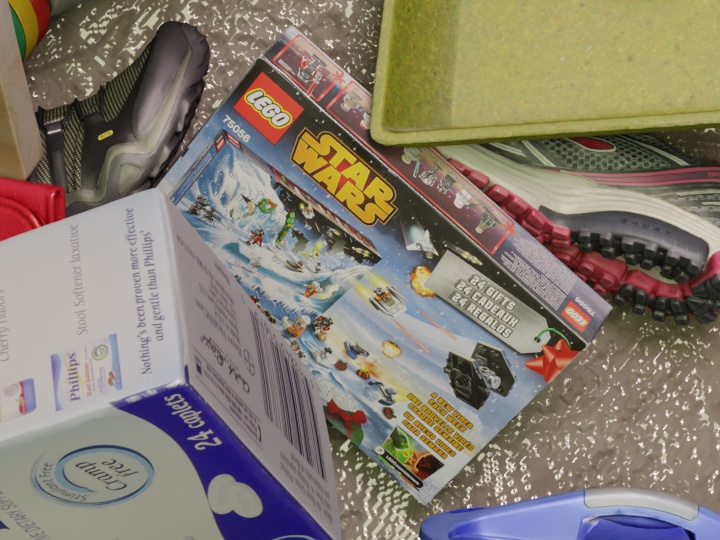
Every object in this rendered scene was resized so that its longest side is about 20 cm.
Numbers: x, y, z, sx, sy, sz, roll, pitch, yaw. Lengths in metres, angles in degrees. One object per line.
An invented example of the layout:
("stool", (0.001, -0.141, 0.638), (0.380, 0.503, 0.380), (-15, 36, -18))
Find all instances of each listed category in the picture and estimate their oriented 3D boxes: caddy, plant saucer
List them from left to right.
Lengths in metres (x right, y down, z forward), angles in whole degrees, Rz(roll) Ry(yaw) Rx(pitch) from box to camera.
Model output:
("plant saucer", (0.114, -0.137, 1.215), (0.199, 0.048, 0.200), (-3, 60, 16))
("caddy", (0.124, 0.153, 1.227), (0.199, 0.141, 0.105), (7, 97, -1))

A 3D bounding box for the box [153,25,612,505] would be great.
("box", (0.000, 0.000, 1.236), (0.200, 0.040, 0.137), (42, 127, -1))

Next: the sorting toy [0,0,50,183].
("sorting toy", (-0.236, -0.154, 1.193), (0.200, 0.199, 0.070), (15, 48, 21))

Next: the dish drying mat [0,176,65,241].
("dish drying mat", (-0.227, -0.012, 1.234), (0.200, 0.018, 0.077), (6, 108, 23))

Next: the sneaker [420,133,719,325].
("sneaker", (0.092, -0.040, 1.259), (0.200, 0.081, 0.075), (21, 61, 2))

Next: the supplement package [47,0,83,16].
("supplement package", (-0.116, -0.248, 1.193), (0.152, 0.151, 0.200), (-30, 92, -15))

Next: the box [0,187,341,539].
("box", (-0.136, 0.077, 1.172), (0.200, 0.184, 0.105), (-18, 56, 13))

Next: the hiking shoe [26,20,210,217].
("hiking shoe", (-0.155, -0.050, 1.250), (0.101, 0.076, 0.200), (39, 92, -5))
